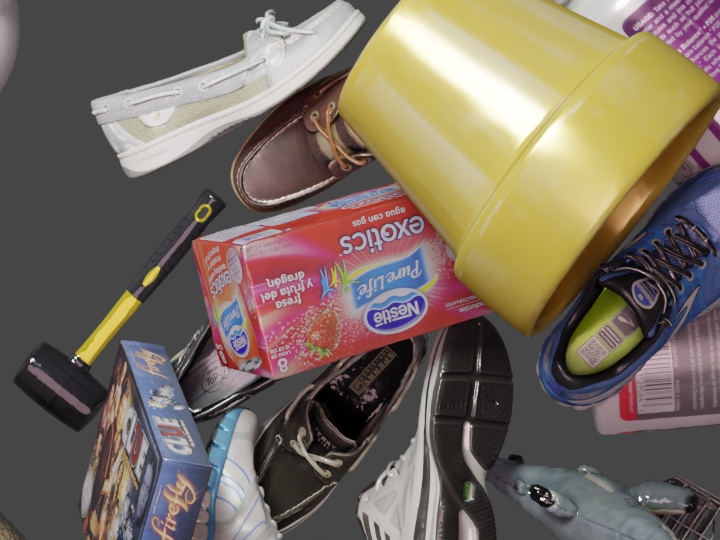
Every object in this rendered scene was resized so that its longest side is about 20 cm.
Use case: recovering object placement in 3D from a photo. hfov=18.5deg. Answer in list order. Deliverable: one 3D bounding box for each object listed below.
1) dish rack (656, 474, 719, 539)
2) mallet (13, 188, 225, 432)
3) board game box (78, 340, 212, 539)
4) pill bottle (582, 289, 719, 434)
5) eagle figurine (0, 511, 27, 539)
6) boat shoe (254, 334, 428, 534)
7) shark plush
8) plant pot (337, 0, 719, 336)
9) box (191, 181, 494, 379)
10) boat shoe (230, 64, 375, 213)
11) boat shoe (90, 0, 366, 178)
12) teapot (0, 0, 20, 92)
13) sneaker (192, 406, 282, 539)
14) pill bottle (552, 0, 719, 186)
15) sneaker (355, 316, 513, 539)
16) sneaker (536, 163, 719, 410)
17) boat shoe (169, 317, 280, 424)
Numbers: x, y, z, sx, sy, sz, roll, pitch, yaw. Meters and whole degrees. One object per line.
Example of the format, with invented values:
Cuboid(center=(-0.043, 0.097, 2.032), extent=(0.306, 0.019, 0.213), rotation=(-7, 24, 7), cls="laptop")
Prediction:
Cuboid(center=(0.261, 0.243, 1.592), extent=(0.200, 0.055, 0.154), rotation=(31, 98, 0), cls="dish rack")
Cuboid(center=(-0.159, 0.031, 1.590), extent=(0.200, 0.041, 0.066), rotation=(-43, 95, 4), cls="mallet")
Cuboid(center=(-0.149, 0.147, 1.501), extent=(0.035, 0.200, 0.136), rotation=(11, 107, -18), cls="board game box")
Cuboid(center=(0.257, 0.052, 1.531), extent=(0.200, 0.111, 0.111), rotation=(-5, 99, 4), cls="pill bottle")
Cuboid(center=(-0.237, 0.251, 1.568), extent=(0.151, 0.151, 0.200), rotation=(2, 107, 13), cls="eagle figurine")
Cuboid(center=(-0.027, 0.112, 1.579), extent=(0.071, 0.064, 0.200), rotation=(36, 99, -3), cls="boat shoe")
Cuboid(center=(0.149, 0.156, 1.548), extent=(0.200, 0.083, 0.091), rotation=(37, 100, 30), cls="shark plush")
Cuboid(center=(0.096, -0.091, 1.402), extent=(0.189, 0.201, 0.201), rotation=(38, 99, 10), cls="plant pot")
Cuboid(center=(0.000, 0.000, 1.503), extent=(0.200, 0.100, 0.096), rotation=(-17, 100, -23), cls="box")
Cuboid(center=(-0.006, -0.105, 1.539), extent=(0.200, 0.072, 0.072), rotation=(-30, 96, 7), cls="boat shoe")
Cuboid(center=(-0.091, -0.136, 1.540), extent=(0.202, 0.074, 0.065), rotation=(-28, 101, 14), cls="boat shoe")
Cuboid(center=(-0.336, -0.165, 1.510), extent=(0.197, 0.146, 0.200), rotation=(23, 100, -1), cls="teapot")
Cuboid(center=(-0.082, 0.186, 1.531), extent=(0.087, 0.200, 0.075), rotation=(14, 142, -4), cls="sneaker")
Cuboid(center=(0.205, -0.151, 1.501), extent=(0.112, 0.112, 0.200), rotation=(-42, 95, 8), cls="pill bottle")
Cuboid(center=(0.040, 0.128, 1.558), extent=(0.076, 0.115, 0.201), rotation=(8, 85, -40), cls="sneaker")
Cuboid(center=(0.195, 0.012, 1.437), extent=(0.079, 0.089, 0.200), rotation=(41, 91, 6), cls="sneaker")
Cuboid(center=(-0.066, 0.041, 1.568), extent=(0.199, 0.066, 0.075), rotation=(-34, 95, 7), cls="boat shoe")
